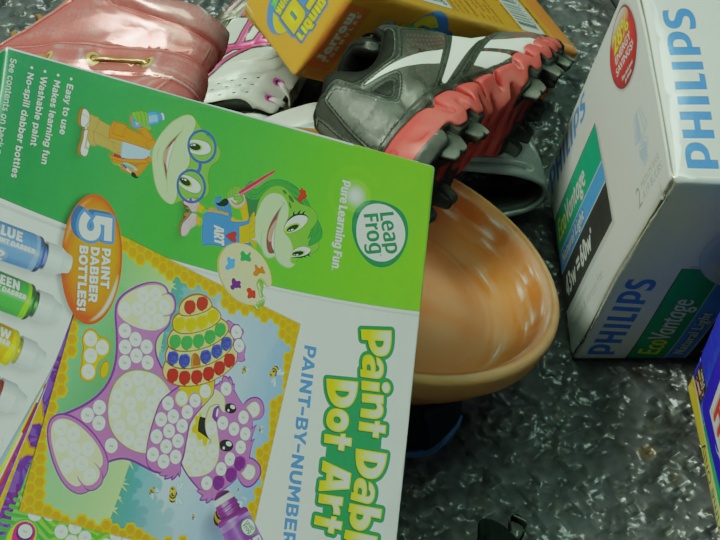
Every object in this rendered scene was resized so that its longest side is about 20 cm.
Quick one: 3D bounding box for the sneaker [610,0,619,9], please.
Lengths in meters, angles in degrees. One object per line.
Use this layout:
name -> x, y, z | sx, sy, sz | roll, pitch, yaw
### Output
sneaker -> 0.188, -0.147, 1.035 | 0.113, 0.076, 0.200 | -8, 51, -42

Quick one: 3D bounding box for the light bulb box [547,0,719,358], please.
light bulb box -> 0.218, -0.048, 0.878 | 0.198, 0.199, 0.126 | 0, 62, -8

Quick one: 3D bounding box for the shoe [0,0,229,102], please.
shoe -> -0.160, -0.094, 0.854 | 0.199, 0.072, 0.092 | 6, 62, 29

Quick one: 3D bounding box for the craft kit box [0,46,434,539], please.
craft kit box -> -0.071, 0.033, 0.680 | 0.196, 0.048, 0.202 | 14, 75, -30

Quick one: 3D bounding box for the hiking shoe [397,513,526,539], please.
hiking shoe -> 0.002, 0.168, 0.760 | 0.198, 0.075, 0.087 | -6, 43, -27

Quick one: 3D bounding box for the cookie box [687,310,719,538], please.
cookie box -> 0.219, 0.072, 0.772 | 0.074, 0.201, 0.172 | -2, 55, -5

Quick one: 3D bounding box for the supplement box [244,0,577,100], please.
supplement box -> 0.033, -0.137, 0.969 | 0.199, 0.067, 0.069 | 7, 39, -44

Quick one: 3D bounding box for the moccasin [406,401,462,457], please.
moccasin -> -0.033, 0.022, 0.876 | 0.199, 0.068, 0.081 | 21, 49, 9

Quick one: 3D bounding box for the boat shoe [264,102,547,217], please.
boat shoe -> 0.012, -0.047, 0.950 | 0.198, 0.072, 0.069 | -3, 46, -25

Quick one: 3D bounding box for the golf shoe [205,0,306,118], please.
golf shoe -> -0.062, -0.111, 0.991 | 0.199, 0.073, 0.092 | -31, 65, -19

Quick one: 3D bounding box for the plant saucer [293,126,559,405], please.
plant saucer -> 0.000, 0.000, 0.835 | 0.199, 0.038, 0.201 | 17, 33, -11

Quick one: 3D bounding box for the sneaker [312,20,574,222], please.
sneaker -> 0.043, -0.097, 0.899 | 0.098, 0.071, 0.200 | 35, 36, 14
